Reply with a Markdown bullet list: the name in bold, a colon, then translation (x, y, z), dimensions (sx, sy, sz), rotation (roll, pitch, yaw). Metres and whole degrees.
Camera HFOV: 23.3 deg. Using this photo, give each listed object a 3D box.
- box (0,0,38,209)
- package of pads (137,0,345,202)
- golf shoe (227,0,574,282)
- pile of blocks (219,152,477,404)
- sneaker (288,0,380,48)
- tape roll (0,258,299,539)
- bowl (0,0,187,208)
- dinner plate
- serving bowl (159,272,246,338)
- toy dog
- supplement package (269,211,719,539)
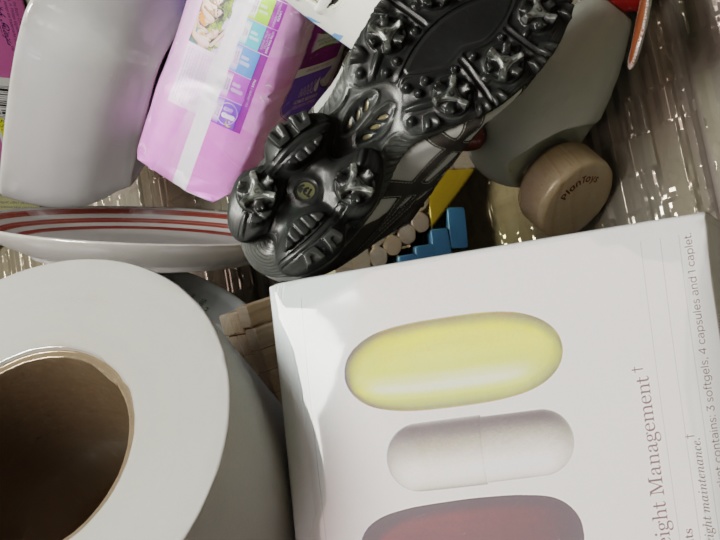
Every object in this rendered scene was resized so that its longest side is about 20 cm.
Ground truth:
- **box**: translation (-0.323, -0.100, 1.300), dimensions (0.200, 0.097, 0.176), rotation (-37, 64, 38)
- **package of pads**: translation (-0.051, -0.145, 1.004), dimensions (0.076, 0.121, 0.200), rotation (25, 109, 9)
- **golf shoe**: translation (0.017, -0.072, 0.834), dimensions (0.200, 0.095, 0.078), rotation (-41, 78, -9)
- **pile of blocks**: translation (0.000, 0.000, 0.947), dimensions (0.082, 0.200, 0.062), rotation (50, 154, -15)
- **sneaker**: translation (-0.042, -0.168, 0.879), dimensions (0.200, 0.072, 0.072), rotation (41, 131, 7)
- **tape roll**: translation (-0.123, 0.114, 0.808), dimensions (0.202, 0.139, 0.203), rotation (-13, 52, 17)
- **bowl**: translation (-0.138, -0.142, 1.056), dimensions (0.200, 0.075, 0.200), rotation (115, 180, -53)
- **dinner plate**: translation (-0.127, -0.018, 1.025), dimensions (0.200, 0.200, 0.024), rotation (10, 102, 45)
- **serving bowl**: translation (-0.112, 0.042, 1.014), dimensions (0.200, 0.200, 0.066), rotation (34, 107, 41)
- **toy dog**: translation (0.095, -0.117, 0.874), dimensions (0.132, 0.096, 0.200), rotation (21, 105, 40)
- **supplement package**: translation (0.084, 0.088, 0.801), dimensions (0.200, 0.147, 0.192), rotation (-10, 81, 19)
